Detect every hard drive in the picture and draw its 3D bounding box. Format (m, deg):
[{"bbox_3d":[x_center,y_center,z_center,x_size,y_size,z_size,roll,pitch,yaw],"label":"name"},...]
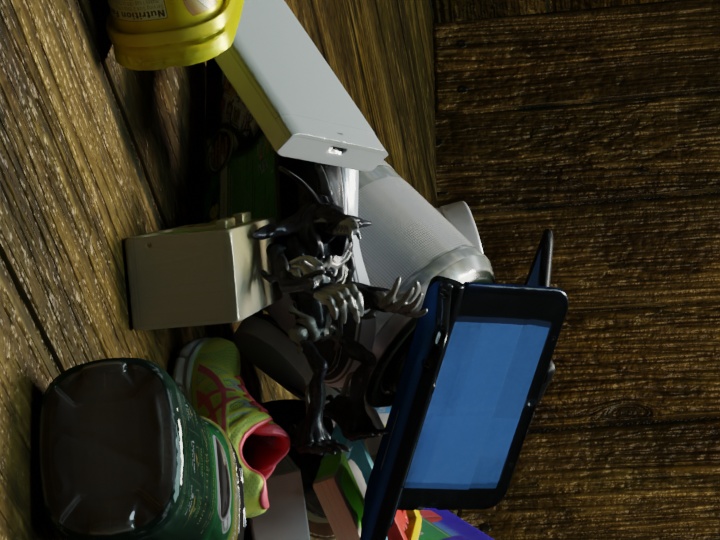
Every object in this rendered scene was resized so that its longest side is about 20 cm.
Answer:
[{"bbox_3d":[-0.070,-0.162,1.517,0.132,0.026,0.201,7,46,-58],"label":"hard drive"}]

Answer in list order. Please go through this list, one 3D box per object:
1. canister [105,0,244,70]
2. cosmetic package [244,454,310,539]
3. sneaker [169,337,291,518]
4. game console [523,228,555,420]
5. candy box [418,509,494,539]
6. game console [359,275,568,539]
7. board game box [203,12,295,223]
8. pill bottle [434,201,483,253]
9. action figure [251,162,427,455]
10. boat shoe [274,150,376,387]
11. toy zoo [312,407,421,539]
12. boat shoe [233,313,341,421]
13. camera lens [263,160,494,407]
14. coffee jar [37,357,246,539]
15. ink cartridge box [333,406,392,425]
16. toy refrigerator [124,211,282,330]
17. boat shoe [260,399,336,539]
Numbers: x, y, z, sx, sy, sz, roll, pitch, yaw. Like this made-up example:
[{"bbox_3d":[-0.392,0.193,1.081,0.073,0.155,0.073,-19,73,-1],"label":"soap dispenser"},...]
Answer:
[{"bbox_3d":[-0.138,-0.256,1.362,0.149,0.086,0.201,-84,166,-59],"label":"canister"},{"bbox_3d":[-0.070,0.241,1.660,0.083,0.050,0.202,-135,-145,-65],"label":"cosmetic package"},{"bbox_3d":[-0.092,0.119,1.473,0.201,0.089,0.079,-88,169,-54],"label":"sneaker"},{"bbox_3d":[0.099,0.079,1.736,0.117,0.175,0.200,62,-12,17],"label":"game console"},{"bbox_3d":[0.026,0.271,1.753,0.200,0.168,0.078,-155,-126,-65],"label":"candy box"},{"bbox_3d":[0.081,0.117,1.554,0.171,0.117,0.202,-80,-174,-70],"label":"game console"},{"bbox_3d":[-0.090,-0.104,1.651,0.023,0.104,0.202,20,57,-36],"label":"board game box"},{"bbox_3d":[0.011,0.001,1.879,0.111,0.198,0.112,165,-90,-86],"label":"pill bottle"},{"bbox_3d":[-0.013,0.024,1.458,0.118,0.101,0.202,-9,97,-49],"label":"action figure"},{"bbox_3d":[-0.035,-0.014,1.538,0.066,0.070,0.202,5,82,-48],"label":"boat shoe"},{"bbox_3d":[0.010,0.183,1.674,0.200,0.020,0.132,-66,135,-68],"label":"toy zoo"},{"bbox_3d":[-0.048,0.072,1.799,0.064,0.070,0.200,-62,151,-12],"label":"boat shoe"},{"bbox_3d":[0.000,0.000,1.691,0.200,0.160,0.160,44,-10,21],"label":"camera lens"},{"bbox_3d":[-0.125,0.124,1.211,0.200,0.085,0.105,63,21,-71],"label":"coffee jar"},{"bbox_3d":[-0.026,0.179,1.886,0.200,0.114,0.069,-53,137,-81],"label":"ink cartridge box"},{"bbox_3d":[-0.109,-0.003,1.472,0.200,0.075,0.071,-26,111,-82],"label":"toy refrigerator"},{"bbox_3d":[-0.053,0.179,1.754,0.200,0.075,0.074,-118,-152,-63],"label":"boat shoe"}]
